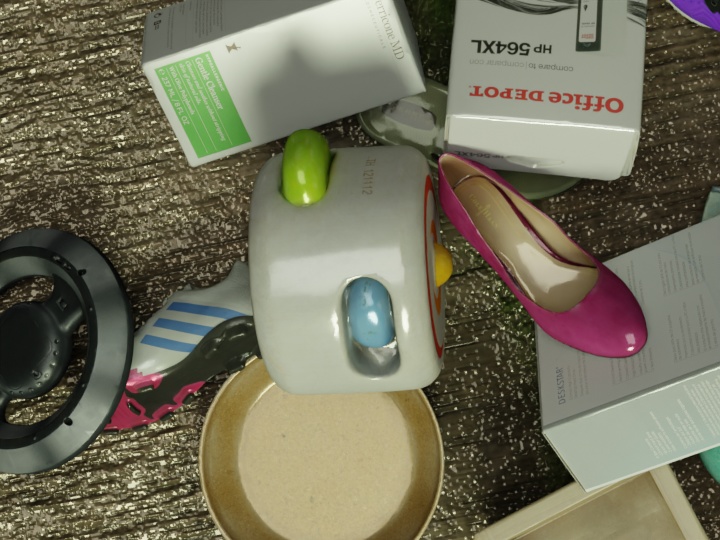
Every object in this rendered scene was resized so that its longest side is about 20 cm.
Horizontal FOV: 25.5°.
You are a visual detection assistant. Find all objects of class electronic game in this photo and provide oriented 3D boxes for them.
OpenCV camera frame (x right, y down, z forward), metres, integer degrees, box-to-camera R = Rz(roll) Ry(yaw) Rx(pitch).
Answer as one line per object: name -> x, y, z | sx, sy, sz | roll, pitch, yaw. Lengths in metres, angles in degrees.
electronic game -> -0.267, 0.065, 1.291 | 0.199, 0.042, 0.201 | -6, 77, 27

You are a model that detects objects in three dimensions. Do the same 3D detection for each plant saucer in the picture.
plant saucer -> -0.030, 0.153, 1.287 | 0.199, 0.035, 0.201 | 0, 88, 7

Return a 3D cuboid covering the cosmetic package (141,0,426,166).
cosmetic package -> -0.059, -0.172, 1.247 | 0.199, 0.085, 0.108 | -17, 128, 11

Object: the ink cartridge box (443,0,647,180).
ink cartridge box -> 0.143, -0.181, 1.212 | 0.145, 0.084, 0.201 | 5, 69, 3

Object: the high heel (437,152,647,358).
high heel -> 0.126, -0.011, 1.158 | 0.067, 0.096, 0.200 | -48, 50, -5

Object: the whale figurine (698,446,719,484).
whale figurine -> 0.348, 0.131, 1.191 | 0.199, 0.104, 0.160 | 20, 117, 5

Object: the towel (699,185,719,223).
towel -> 0.346, 0.034, 1.249 | 0.199, 0.022, 0.147 | 19, 93, 5

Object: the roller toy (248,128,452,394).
roller toy -> 0.000, 0.000, 1.193 | 0.139, 0.200, 0.183 | -3, 77, 8

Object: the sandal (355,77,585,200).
sandal -> 0.089, -0.107, 1.264 | 0.200, 0.057, 0.080 | 14, 91, 7

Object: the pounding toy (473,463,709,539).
pounding toy -> 0.194, 0.266, 1.221 | 0.184, 0.142, 0.201 | -28, 75, 6

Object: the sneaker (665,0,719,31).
sneaker -> 0.311, -0.202, 1.215 | 0.200, 0.100, 0.070 | 37, 92, 6

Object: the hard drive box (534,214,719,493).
hard drive box -> 0.232, 0.053, 1.167 | 0.199, 0.156, 0.077 | -22, 126, 21

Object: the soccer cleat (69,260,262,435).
soccer cleat -> -0.154, 0.063, 1.297 | 0.199, 0.070, 0.087 | -28, 48, 18
